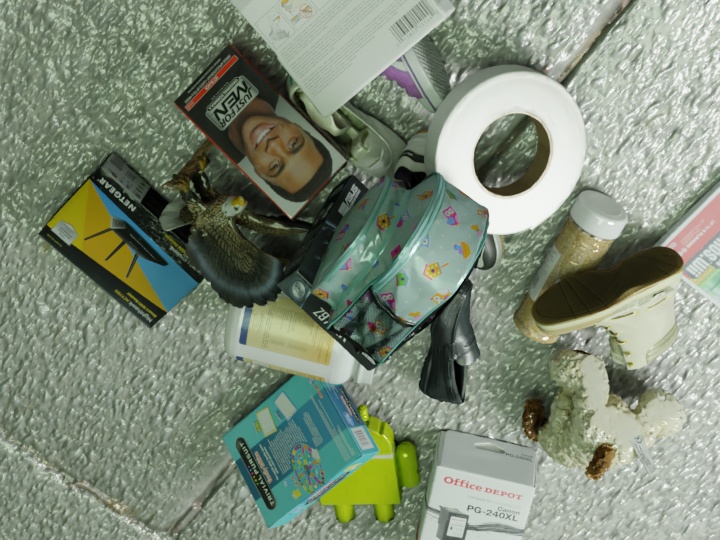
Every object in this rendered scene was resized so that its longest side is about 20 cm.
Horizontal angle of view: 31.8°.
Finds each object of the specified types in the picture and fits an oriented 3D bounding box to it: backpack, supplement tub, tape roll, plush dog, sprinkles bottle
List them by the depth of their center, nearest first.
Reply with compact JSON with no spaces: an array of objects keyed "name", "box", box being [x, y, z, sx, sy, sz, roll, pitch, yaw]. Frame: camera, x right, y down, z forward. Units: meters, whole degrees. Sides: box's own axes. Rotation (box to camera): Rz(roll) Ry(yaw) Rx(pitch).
[{"name":"backpack","box":[0.048,-0.018,1.436,0.153,0.176,0.200,42,131,-16]},{"name":"tape roll","box":[0.173,-0.141,1.501,0.201,0.037,0.205,-7,112,-18]},{"name":"sprinkles bottle","box":[0.263,-0.003,1.598,0.068,0.068,0.201,23,121,-3]},{"name":"supplement tub","box":[-0.067,0.066,1.652,0.198,0.145,0.145,14,121,2]},{"name":"plush dog","box":[0.306,0.217,1.677,0.199,0.162,0.172,25,157,-6]}]

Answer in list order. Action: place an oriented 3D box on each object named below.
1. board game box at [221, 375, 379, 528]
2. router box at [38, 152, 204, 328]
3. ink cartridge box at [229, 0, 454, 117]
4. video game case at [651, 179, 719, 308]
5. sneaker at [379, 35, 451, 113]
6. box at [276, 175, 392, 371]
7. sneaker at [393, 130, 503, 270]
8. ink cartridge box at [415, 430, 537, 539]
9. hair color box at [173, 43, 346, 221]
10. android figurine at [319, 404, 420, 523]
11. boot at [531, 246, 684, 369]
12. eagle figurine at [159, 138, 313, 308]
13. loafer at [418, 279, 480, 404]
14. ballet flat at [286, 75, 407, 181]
[{"name":"board game box","box":[-0.086,0.242,1.768,0.200,0.047,0.152,-41,68,28]},{"name":"router box","box":[-0.306,-0.037,1.688,0.200,0.051,0.149,42,120,-14]},{"name":"ink cartridge box","box":[-0.022,-0.301,1.430,0.199,0.045,0.177,-35,98,31]},{"name":"video game case","box":[0.484,-0.013,1.581,0.199,0.017,0.143,35,119,-11]},{"name":"sneaker","box":[0.021,-0.254,1.501,0.114,0.073,0.201,-32,99,28]},{"name":"box","box":[0.000,0.000,1.568,0.160,0.201,0.043,44,133,-15]},{"name":"sneaker","box":[0.102,-0.070,1.566,0.075,0.088,0.201,-15,116,44]},{"name":"ink cartridge box","box":[0.162,0.342,1.804,0.144,0.084,0.202,12,121,4]},{"name":"hair color box","box":[-0.119,-0.166,1.531,0.200,0.061,0.102,44,90,0]},{"name":"android figurine","box":[-0.007,0.278,1.823,0.180,0.041,0.202,-4,119,13]},{"name":"boot","box":[0.312,0.066,1.585,0.198,0.072,0.155,-21,136,-8]},{"name":"eagle figurine","box":[-0.156,-0.058,1.586,0.152,0.151,0.200,-44,100,7]},{"name":"loafer","box":[0.128,0.094,1.672,0.070,0.068,0.202,23,130,18]},{"name":"ballet flat","box":[-0.016,-0.169,1.554,0.200,0.070,0.069,41,118,-14]}]
